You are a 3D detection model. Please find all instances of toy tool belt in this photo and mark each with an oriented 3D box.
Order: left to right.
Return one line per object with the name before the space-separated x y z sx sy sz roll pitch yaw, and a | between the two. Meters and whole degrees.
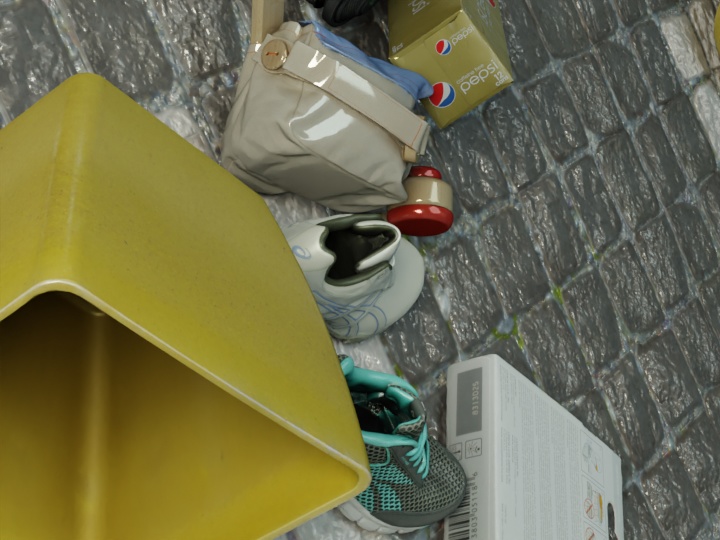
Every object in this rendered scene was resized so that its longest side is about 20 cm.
toy tool belt | -0.004 -0.107 1.086 0.199 0.124 0.124 21 65 -47

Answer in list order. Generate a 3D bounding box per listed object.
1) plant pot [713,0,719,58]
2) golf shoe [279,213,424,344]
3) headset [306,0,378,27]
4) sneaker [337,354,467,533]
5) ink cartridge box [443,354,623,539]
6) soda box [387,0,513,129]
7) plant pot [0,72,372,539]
plant pot | 0.467 -0.297 1.761 0.200 0.200 0.190 37 31 -36
golf shoe | 0.000 0.000 1.057 0.200 0.097 0.079 -7 76 -56
headset | -0.022 -0.226 1.103 0.123 0.094 0.200 36 17 -21
sneaker | 0.013 0.107 1.021 0.200 0.091 0.078 30 51 -42
ink cartridge box | 0.129 0.173 1.192 0.200 0.050 0.163 41 42 -45
soda box | 0.062 -0.184 1.206 0.068 0.064 0.200 50 18 -23
plant pot | -0.134 0.030 0.797 0.200 0.199 0.177 37 34 -36
